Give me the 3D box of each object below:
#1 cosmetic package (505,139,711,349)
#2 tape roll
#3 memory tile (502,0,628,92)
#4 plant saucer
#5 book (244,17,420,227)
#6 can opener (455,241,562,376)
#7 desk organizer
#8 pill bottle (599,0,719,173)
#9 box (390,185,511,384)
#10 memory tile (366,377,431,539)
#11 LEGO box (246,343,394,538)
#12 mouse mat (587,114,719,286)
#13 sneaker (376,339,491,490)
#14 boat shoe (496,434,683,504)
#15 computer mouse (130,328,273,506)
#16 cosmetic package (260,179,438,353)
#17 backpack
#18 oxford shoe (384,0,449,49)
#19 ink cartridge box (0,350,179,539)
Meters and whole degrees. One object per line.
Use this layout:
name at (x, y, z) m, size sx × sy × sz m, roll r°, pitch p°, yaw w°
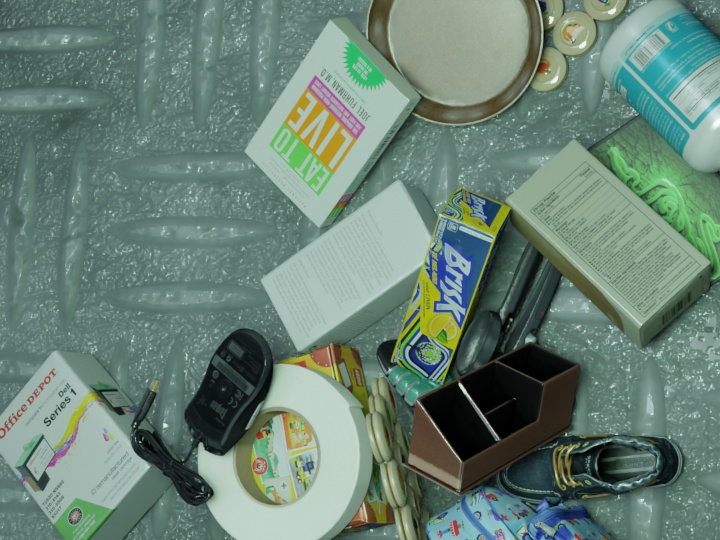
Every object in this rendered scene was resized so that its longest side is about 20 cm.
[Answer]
cosmetic package at (0.254, -0.028, 1.605) m, size 0.105 × 0.071 × 0.200 m, roll -40°, pitch 66°, yaw -6°
tape roll at (-0.082, 0.201, 1.681) m, size 0.202 × 0.037 × 0.204 m, roll -4°, pitch 80°, yaw 26°
memory tile at (0.216, -0.307, 1.716) m, size 0.153 × 0.017 × 0.200 m, roll 43°, pitch 101°, yaw 24°
plant saucer at (0.105, -0.260, 1.710) m, size 0.199 × 0.034 × 0.201 m, roll 4°, pitch 103°, yaw 17°
book at (-0.030, -0.165, 1.758) m, size 0.134 × 0.048 × 0.200 m, roll 48°, pitch 124°, yaw 18°
can opener at (0.172, 0.039, 1.662) m, size 0.063 × 0.079 × 0.200 m, roll 30°, pitch 83°, yaw 18°
desk organizer at (0.136, 0.145, 1.569) m, size 0.072 × 0.200 × 0.077 m, roll 24°, pitch 120°, yaw 34°
pill bottle at (0.344, -0.176, 1.584) m, size 0.111 × 0.111 × 0.200 m, roll -44°, pitch 67°, yaw 13°
box at (0.094, 0.017, 1.637) m, size 0.064 × 0.070 × 0.200 m, roll 22°, pitch 125°, yaw 9°
memory tile at (0.045, 0.220, 1.607) m, size 0.017 × 0.153 × 0.201 m, roll -15°, pitch 103°, yaw 8°
LEGO box at (-0.061, 0.199, 1.735) m, size 0.148 × 0.077 × 0.201 m, roll -17°, pitch 75°, yaw 22°
mouse mat at (0.307, -0.061, 1.642) m, size 0.161 × 0.008 × 0.200 m, roll -34°, pitch 71°, yaw 17°
sneaker at (0.076, 0.160, 1.685) m, size 0.200 × 0.074 × 0.088 m, roll 44°, pitch 130°, yaw 36°
boat shoe at (0.223, 0.198, 1.595) m, size 0.200 × 0.091 × 0.071 m, roll -10°, pitch 78°, yaw 23°
computer mouse at (-0.168, 0.141, 1.691) m, size 0.140 × 0.046 × 0.201 m, roll 31°, pitch 101°, yaw 31°
cosmetic package at (0.000, 0.000, 1.740) m, size 0.200 × 0.071 × 0.102 m, roll -35°, pitch 69°, yaw 17°
backpack at (0.171, 0.290, 1.558) m, size 0.200 × 0.182 × 0.135 m, roll 44°, pitch 101°, yaw 28°
oxford shoe at (0.098, -0.339, 1.752) m, size 0.071 × 0.071 × 0.201 m, roll 26°, pitch 104°, yaw 19°
ink cartridge box at (-0.330, 0.214, 1.854) m, size 0.145 × 0.084 × 0.200 m, roll -49°, pitch 66°, yaw 11°
